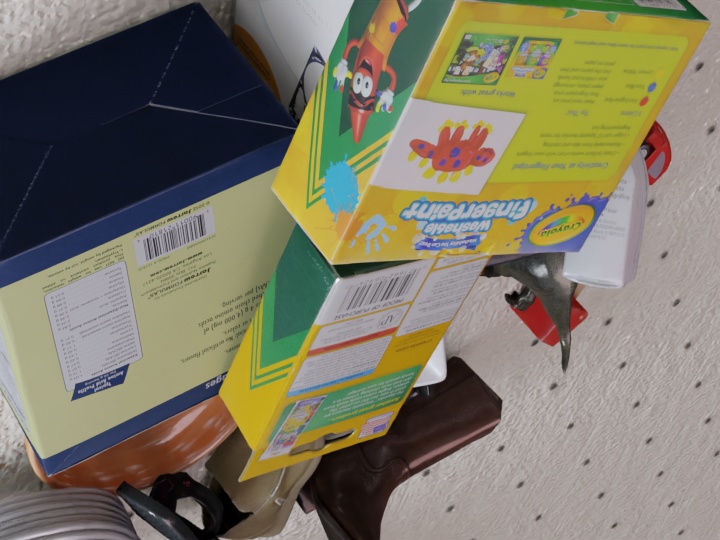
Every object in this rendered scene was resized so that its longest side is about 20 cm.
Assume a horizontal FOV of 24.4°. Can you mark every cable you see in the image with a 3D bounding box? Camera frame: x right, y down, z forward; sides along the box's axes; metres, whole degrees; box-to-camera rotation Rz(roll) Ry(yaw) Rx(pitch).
[{"bbox_3d":[-0.256,0.233,1.232,0.199,0.070,0.199,-38,147,24],"label":"cable"}]

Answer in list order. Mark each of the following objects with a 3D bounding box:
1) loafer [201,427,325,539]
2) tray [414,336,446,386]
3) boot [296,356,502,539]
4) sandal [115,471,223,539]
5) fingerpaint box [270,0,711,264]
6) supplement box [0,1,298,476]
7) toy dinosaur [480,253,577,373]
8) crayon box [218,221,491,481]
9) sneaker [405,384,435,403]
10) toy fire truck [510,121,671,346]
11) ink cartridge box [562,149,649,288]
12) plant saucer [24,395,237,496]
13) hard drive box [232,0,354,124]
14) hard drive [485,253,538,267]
[{"bbox_3d":[-0.082,0.155,1.330,0.067,0.076,0.201,-22,143,-34],"label":"loafer"},{"bbox_3d":[0.000,0.000,1.118,0.106,0.022,0.202,-9,125,-4],"label":"tray"},{"bbox_3d":[0.051,0.162,1.376,0.198,0.187,0.065,-26,130,-13],"label":"boot"},{"bbox_3d":[-0.134,0.184,1.272,0.048,0.075,0.201,-56,163,-10],"label":"sandal"},{"bbox_3d":[0.071,-0.092,0.916,0.198,0.073,0.168,-4,132,-40],"label":"fingerpaint box"},{"bbox_3d":[-0.146,-0.018,1.018,0.198,0.135,0.201,-25,143,-19],"label":"supplement box"},{"bbox_3d":[0.132,-0.021,1.282,0.076,0.203,0.102,-1,170,-29],"label":"toy dinosaur"},{"bbox_3d":[-0.009,0.040,1.035,0.125,0.052,0.201,-14,146,-36],"label":"crayon box"},{"bbox_3d":[-0.003,0.046,1.233,0.076,0.113,0.199,-14,160,31],"label":"sneaker"},{"bbox_3d":[0.191,-0.037,1.392,0.200,0.049,0.141,-47,146,9],"label":"toy fire truck"},{"bbox_3d":[0.186,-0.092,1.183,0.162,0.056,0.203,-9,111,-77],"label":"ink cartridge box"},{"bbox_3d":[-0.156,0.084,1.213,0.199,0.038,0.201,-26,145,-20],"label":"plant saucer"},{"bbox_3d":[-0.004,-0.160,0.972,0.076,0.156,0.201,-19,141,-26],"label":"hard drive box"},{"bbox_3d":[0.053,-0.057,1.132,0.197,0.042,0.136,-8,125,-9],"label":"hard drive"}]
